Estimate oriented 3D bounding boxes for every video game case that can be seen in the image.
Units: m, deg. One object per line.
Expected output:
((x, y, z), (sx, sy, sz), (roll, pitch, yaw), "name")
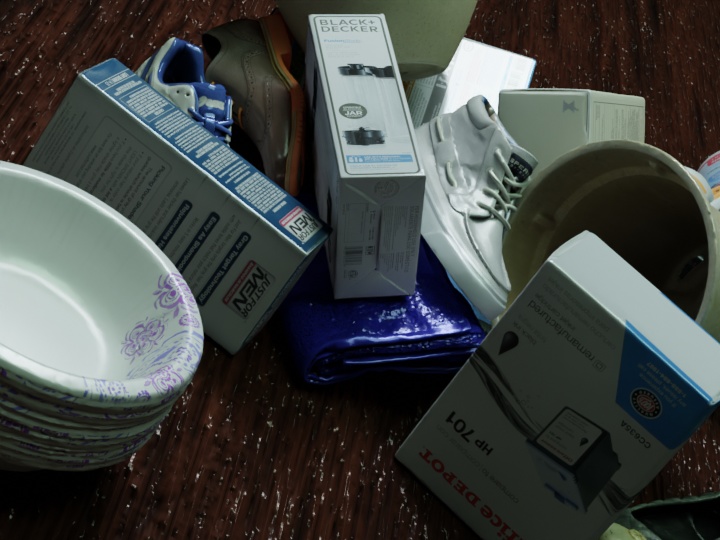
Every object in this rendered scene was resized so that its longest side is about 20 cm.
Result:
((0.035, -0.150, 1.515), (0.200, 0.018, 0.143), (18, 56, 2), "video game case")

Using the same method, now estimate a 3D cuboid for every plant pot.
((0.232, 0.020, 1.389), (0.183, 0.200, 0.201), (17, 32, -46), "plant pot")

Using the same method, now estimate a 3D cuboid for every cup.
((0.014, -0.227, 1.455), (0.200, 0.200, 0.143), (1, 85, -49), "cup")

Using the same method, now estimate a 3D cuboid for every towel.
((0.000, 0.000, 1.352), (0.148, 0.050, 0.200), (-4, 40, -20), "towel")

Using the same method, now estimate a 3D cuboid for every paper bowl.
((-0.200, 0.035, 1.050), (0.201, 0.104, 0.201), (28, 29, -17), "paper bowl")

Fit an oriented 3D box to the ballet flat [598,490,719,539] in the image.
((0.238, 0.191, 1.370), (0.200, 0.057, 0.066), (-5, 47, -53), "ballet flat")

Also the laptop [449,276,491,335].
((0.145, 0.027, 1.448), (0.187, 0.116, 0.200), (26, 11, -19), "laptop")

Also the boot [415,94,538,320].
((0.091, -0.056, 1.358), (0.074, 0.096, 0.200), (44, 15, -44), "boot")

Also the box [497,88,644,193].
((0.179, -0.104, 1.522), (0.078, 0.095, 0.200), (4, 3, 21), "box")

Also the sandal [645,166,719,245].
((0.269, -0.061, 1.562), (0.207, 0.079, 0.059), (-28, 91, -51), "sandal")

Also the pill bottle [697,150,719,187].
((0.394, -0.044, 1.871), (0.109, 0.109, 0.200), (33, 27, -7), "pill bottle")

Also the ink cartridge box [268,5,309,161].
((-0.003, -0.154, 1.606), (0.200, 0.084, 0.176), (36, 28, 0), "ink cartridge box")

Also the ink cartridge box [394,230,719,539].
((0.141, 0.098, 1.247), (0.146, 0.200, 0.086), (42, 29, 12), "ink cartridge box")

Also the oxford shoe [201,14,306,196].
((-0.084, -0.126, 1.421), (0.073, 0.071, 0.200), (-4, 40, -10), "oxford shoe")

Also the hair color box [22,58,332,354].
((-0.130, -0.046, 1.265), (0.200, 0.100, 0.061), (39, 26, 3), "hair color box")

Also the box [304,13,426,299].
((-0.001, -0.087, 1.331), (0.060, 0.117, 0.200), (-3, 41, -8), "box")

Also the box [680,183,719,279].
((0.329, 0.021, 1.685), (0.132, 0.115, 0.200), (39, 27, 6), "box")

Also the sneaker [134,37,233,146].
((-0.130, -0.096, 1.360), (0.075, 0.088, 0.200), (12, 36, -41), "sneaker")
